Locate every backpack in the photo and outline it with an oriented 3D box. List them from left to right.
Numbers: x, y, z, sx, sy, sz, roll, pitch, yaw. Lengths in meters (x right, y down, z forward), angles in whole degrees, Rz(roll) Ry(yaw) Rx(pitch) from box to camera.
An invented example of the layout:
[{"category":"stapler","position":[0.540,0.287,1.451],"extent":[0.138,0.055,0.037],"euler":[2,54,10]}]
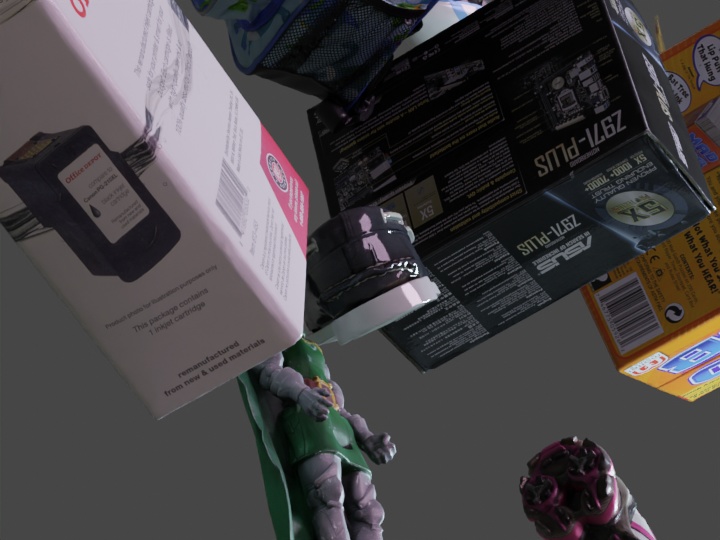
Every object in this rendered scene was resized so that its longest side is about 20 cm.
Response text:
[{"category":"backpack","position":[-0.012,-0.219,1.713],"extent":[0.147,0.200,0.184],"euler":[21,39,-35]}]

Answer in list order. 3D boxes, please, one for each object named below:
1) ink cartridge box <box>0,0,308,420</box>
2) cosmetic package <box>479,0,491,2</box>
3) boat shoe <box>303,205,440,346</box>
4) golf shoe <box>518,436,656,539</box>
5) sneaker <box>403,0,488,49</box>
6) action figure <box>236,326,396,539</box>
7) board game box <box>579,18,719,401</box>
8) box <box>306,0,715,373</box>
[{"category":"ink cartridge box","position":[-0.110,-0.059,1.339],"extent":[0.200,0.084,0.145],"euler":[54,17,-24]},{"category":"cosmetic package","position":[0.118,-0.214,2.251],"extent":[0.200,0.052,0.151],"euler":[40,13,16]},{"category":"boat shoe","position":[0.000,0.000,1.520],"extent":[0.061,0.075,0.200],"euler":[66,-9,1]},{"category":"golf shoe","position":[0.155,0.189,1.749],"extent":[0.092,0.072,0.200],"euler":[50,19,-38]},{"category":"sneaker","position":[0.089,-0.136,2.136],"extent":[0.200,0.072,0.073],"euler":[35,59,-42]},{"category":"action figure","position":[-0.020,0.084,1.437],"extent":[0.118,0.055,0.200],"euler":[37,24,-49]},{"category":"board game box","position":[0.267,-0.044,2.265],"extent":[0.200,0.199,0.201],"euler":[22,42,-66]},{"category":"box","position":[0.084,-0.064,1.735],"extent":[0.086,0.200,0.164],"euler":[45,21,-42]}]
